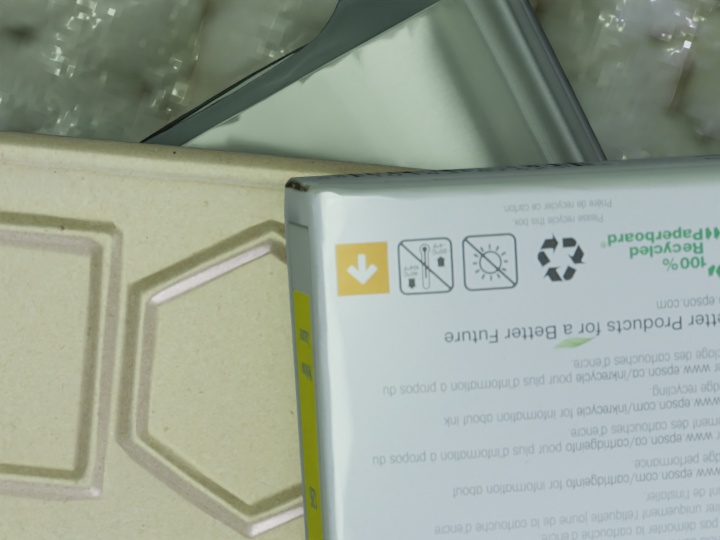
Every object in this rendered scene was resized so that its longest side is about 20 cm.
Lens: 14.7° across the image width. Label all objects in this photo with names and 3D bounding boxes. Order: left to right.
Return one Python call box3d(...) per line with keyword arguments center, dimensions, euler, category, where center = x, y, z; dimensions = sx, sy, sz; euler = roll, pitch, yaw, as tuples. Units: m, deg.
box3d(center=(-0.061, 0.061, 0.683), dimensions=(0.199, 0.036, 0.186), euler=(6, 95, 9), category="sorting toy")
box3d(center=(0.000, 0.000, 0.744), dimensions=(0.200, 0.114, 0.129), euler=(-29, 91, 5), category="toaster")
box3d(center=(0.086, 0.073, 0.639), dimensions=(0.197, 0.047, 0.201), euler=(-3, 97, -10), category="ink cartridge box")
